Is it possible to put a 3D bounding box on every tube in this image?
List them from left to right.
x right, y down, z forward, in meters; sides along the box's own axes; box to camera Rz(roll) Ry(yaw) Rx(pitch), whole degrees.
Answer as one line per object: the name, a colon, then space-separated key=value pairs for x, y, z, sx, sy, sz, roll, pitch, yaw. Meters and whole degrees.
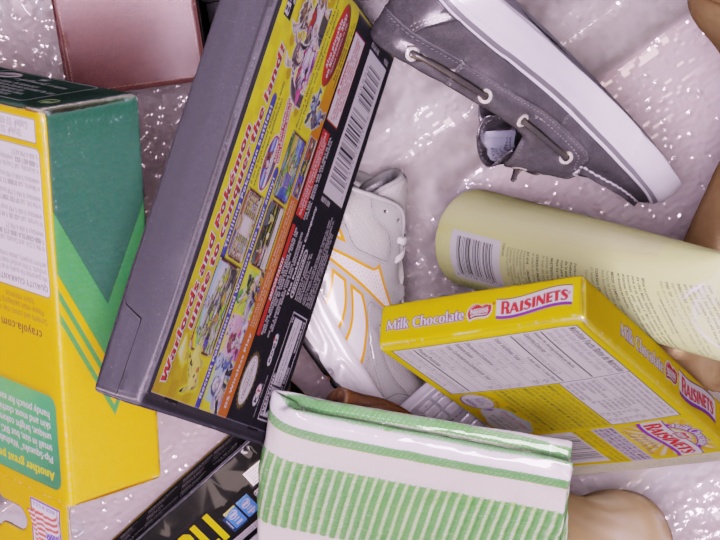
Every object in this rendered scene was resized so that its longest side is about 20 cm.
tube: x=0.118 y=0.003 z=0.891 sx=0.058 sy=0.200 sz=0.052 roll=6 pitch=98 yaw=-39

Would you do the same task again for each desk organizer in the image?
desk organizer: x=-0.048 y=-0.140 z=0.905 sx=0.199 sy=0.072 sz=0.077 roll=-8 pitch=108 yaw=0

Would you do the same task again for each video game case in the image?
video game case: x=-0.044 y=-0.030 z=0.818 sx=0.025 sy=0.181 sz=0.201 roll=16 pitch=84 yaw=15

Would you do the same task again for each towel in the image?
towel: x=0.024 y=0.143 z=0.911 sx=0.152 sy=0.023 sz=0.200 roll=9 pitch=132 yaw=8

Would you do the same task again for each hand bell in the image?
hand bell: x=0.054 y=0.112 z=0.931 sx=0.200 sy=0.104 sz=0.104 roll=36 pitch=102 yaw=-32

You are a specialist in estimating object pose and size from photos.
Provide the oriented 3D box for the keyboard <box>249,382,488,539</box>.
keyboard: x=0.012 y=0.102 z=0.946 sx=0.200 sy=0.011 sz=0.056 roll=-42 pitch=135 yaw=5

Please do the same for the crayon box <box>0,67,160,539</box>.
crayon box: x=-0.146 y=0.017 z=0.817 sx=0.051 sy=0.126 sz=0.201 roll=-15 pitch=111 yaw=-40

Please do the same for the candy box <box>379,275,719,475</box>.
candy box: x=0.101 y=0.056 z=0.900 sx=0.102 sy=0.026 sz=0.200 roll=-12 pitch=152 yaw=27

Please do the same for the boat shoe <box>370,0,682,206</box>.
boat shoe: x=0.079 y=-0.078 z=0.902 sx=0.066 sy=0.070 sz=0.200 roll=-44 pitch=134 yaw=11

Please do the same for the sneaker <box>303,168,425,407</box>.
sneaker: x=0.000 y=0.000 z=0.948 sx=0.092 sy=0.076 sz=0.200 roll=-35 pitch=109 yaw=-3

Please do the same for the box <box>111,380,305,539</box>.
box: x=-0.056 y=0.182 z=1.008 sx=0.200 sy=0.049 sz=0.160 roll=-43 pitch=101 yaw=9

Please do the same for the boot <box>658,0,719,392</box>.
boot: x=0.182 y=-0.039 z=0.909 sx=0.175 sy=0.066 sz=0.200 roll=8 pitch=109 yaw=-47
